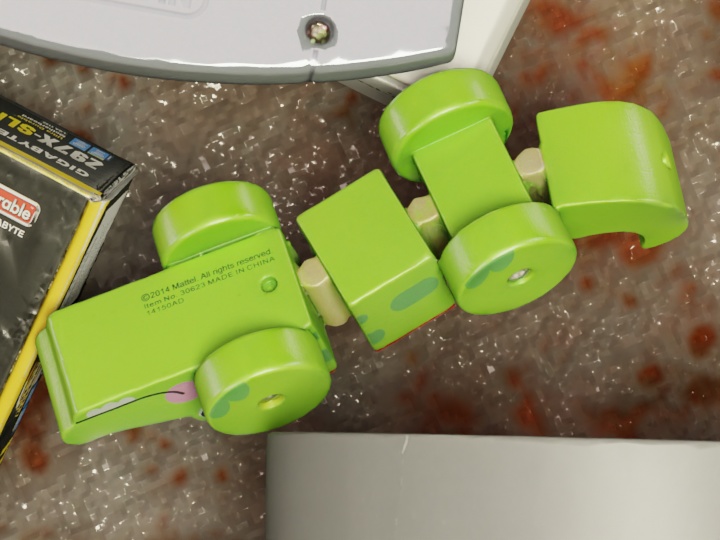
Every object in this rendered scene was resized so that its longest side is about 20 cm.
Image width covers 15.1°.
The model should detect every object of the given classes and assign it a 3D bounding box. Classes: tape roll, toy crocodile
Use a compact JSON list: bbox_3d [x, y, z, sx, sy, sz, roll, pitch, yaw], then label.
[{"bbox_3d":[0.072,0.081,0.785,0.200,0.200,0.066,1,87,1],"label":"tape roll"},{"bbox_3d":[0.000,0.000,0.802,0.200,0.062,0.068,-25,61,0],"label":"toy crocodile"}]

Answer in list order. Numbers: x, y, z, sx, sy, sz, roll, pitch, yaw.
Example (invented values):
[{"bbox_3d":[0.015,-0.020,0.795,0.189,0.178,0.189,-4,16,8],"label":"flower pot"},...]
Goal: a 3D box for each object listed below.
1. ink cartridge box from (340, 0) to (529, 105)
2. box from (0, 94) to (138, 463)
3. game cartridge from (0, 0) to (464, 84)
[{"bbox_3d":[0.011,-0.163,0.862,0.147,0.083,0.200,27,87,2],"label":"ink cartridge box"},{"bbox_3d":[-0.192,-0.004,0.847,0.200,0.049,0.160,28,109,2],"label":"box"},{"bbox_3d":[-0.063,-0.124,0.795,0.200,0.040,0.133,10,83,-3],"label":"game cartridge"}]
